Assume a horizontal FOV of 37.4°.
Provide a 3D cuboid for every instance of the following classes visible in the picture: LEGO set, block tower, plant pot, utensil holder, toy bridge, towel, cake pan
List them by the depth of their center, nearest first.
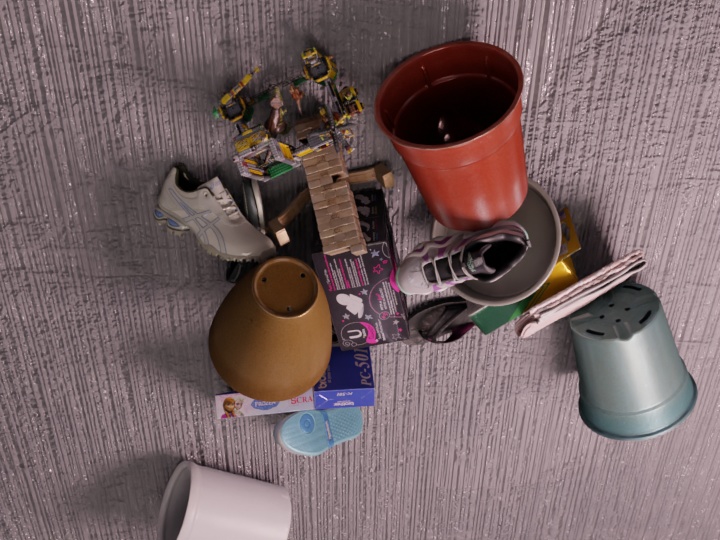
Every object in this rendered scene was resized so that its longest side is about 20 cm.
[{"bbox_3d":[-0.103,-0.204,1.398,0.199,0.116,0.155,-15,87,13],"label":"LEGO set"},{"bbox_3d":[0.139,-0.170,1.451,0.200,0.202,0.196,-16,138,7],"label":"plant pot"},{"bbox_3d":[-0.042,-0.116,1.475,0.057,0.054,0.201,-15,86,8],"label":"block tower"},{"bbox_3d":[-0.116,0.065,1.510,0.185,0.187,0.200,5,154,-10],"label":"plant pot"},{"bbox_3d":[-0.051,-0.104,1.547,0.199,0.067,0.027,-28,132,-10],"label":"toy bridge"},{"bbox_3d":[0.201,-0.048,1.571,0.200,0.201,0.037,-32,166,20],"label":"cake pan"},{"bbox_3d":[0.336,0.039,1.642,0.199,0.032,0.191,-28,171,-3],"label":"towel"},{"bbox_3d":[0.434,0.139,1.743,0.199,0.201,0.197,-18,122,9],"label":"plant pot"},{"bbox_3d":[-0.247,0.449,1.937,0.199,0.170,0.170,17,126,-23],"label":"utensil holder"}]

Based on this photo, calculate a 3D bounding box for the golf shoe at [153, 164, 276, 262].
[{"bbox_3d":[-0.204,-0.080,1.510,0.199,0.078,0.098,25,117,16],"label":"golf shoe"}]

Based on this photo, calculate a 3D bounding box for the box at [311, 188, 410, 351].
[{"bbox_3d":[0.000,0.000,1.606,0.114,0.133,0.201,-9,130,6],"label":"box"}]

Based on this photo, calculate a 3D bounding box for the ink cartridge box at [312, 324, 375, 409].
[{"bbox_3d":[-0.032,0.125,1.662,0.093,0.201,0.044,-2,133,-4],"label":"ink cartridge box"}]

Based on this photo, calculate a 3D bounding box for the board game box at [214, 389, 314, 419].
[{"bbox_3d":[-0.128,0.210,1.747,0.199,0.041,0.200,-5,175,-2],"label":"board game box"}]

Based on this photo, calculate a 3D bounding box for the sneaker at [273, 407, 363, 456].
[{"bbox_3d":[-0.102,0.273,1.808,0.130,0.080,0.199,-12,172,39],"label":"sneaker"}]

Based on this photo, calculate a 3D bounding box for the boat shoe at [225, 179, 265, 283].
[{"bbox_3d":[-0.174,-0.052,1.582,0.061,0.073,0.201,-4,135,-8],"label":"boat shoe"}]

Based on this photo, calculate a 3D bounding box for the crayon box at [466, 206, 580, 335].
[{"bbox_3d":[0.255,0.000,1.634,0.199,0.126,0.052,-33,117,20],"label":"crayon box"}]

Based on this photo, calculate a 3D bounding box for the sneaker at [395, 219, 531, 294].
[{"bbox_3d":[0.141,-0.013,1.473,0.199,0.140,0.078,-25,99,5],"label":"sneaker"}]

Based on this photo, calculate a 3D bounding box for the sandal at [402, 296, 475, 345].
[{"bbox_3d":[0.158,0.081,1.746,0.199,0.048,0.076,-20,129,9],"label":"sandal"}]
